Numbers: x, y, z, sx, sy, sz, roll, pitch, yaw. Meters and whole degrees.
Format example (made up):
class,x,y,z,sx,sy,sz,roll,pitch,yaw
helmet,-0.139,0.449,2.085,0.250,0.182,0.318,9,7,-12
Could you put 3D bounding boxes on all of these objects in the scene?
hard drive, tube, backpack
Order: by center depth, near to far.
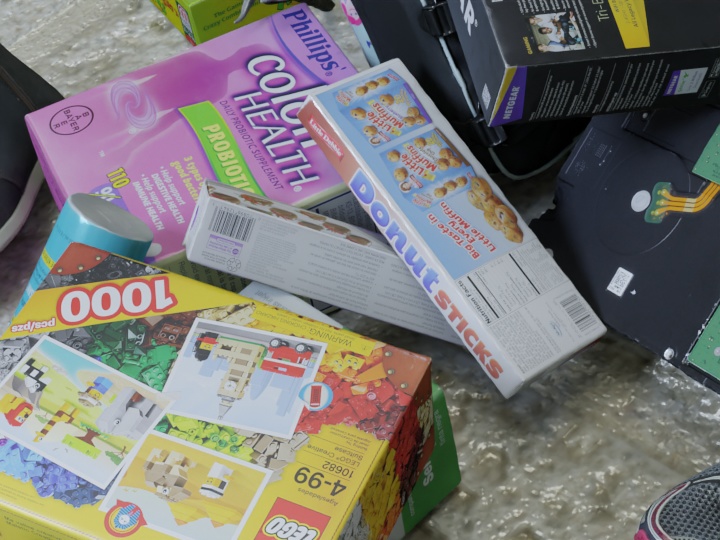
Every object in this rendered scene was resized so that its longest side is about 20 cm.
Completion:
class,x,y,z,sx,sy,sz,roll,pitch,yaw
tube,-0.177,0.056,0.897,0.050,0.201,0.077,13,20,-44
hard drive,0.183,-0.022,0.898,0.200,0.038,0.140,34,95,51
backpack,0.098,-0.164,1.029,0.200,0.178,0.150,-35,19,-23

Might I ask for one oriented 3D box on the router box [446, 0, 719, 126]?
class,x,y,z,sx,sy,sz,roll,pitch,yaw
router box,0.123,-0.180,0.907,0.156,0.052,0.201,-6,59,-13

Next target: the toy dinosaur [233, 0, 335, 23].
class,x,y,z,sx,sy,sz,roll,pitch,yaw
toy dinosaur,-0.046,-0.214,1.113,0.102,0.078,0.200,-16,6,-2

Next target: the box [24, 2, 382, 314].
class,x,y,z,sx,sy,sz,roll,pitch,yaw
box,-0.081,-0.051,1.013,0.199,0.097,0.176,-23,46,-11

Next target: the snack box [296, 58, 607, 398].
class,x,y,z,sx,sy,sz,roll,pitch,yaw
snack box,0.050,-0.027,0.906,0.072,0.024,0.200,-26,73,-35

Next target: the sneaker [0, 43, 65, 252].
class,x,y,z,sx,sy,sz,roll,pitch,yaw
sneaker,-0.263,-0.072,1.052,0.075,0.106,0.201,-27,28,33

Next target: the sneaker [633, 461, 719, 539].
class,x,y,z,sx,sy,sz,roll,pitch,yaw
sneaker,0.228,0.099,0.818,0.199,0.075,0.081,-22,46,-9

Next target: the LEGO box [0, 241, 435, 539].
class,x,y,z,sx,sy,sz,roll,pitch,yaw
LEGO box,-0.083,0.088,0.770,0.199,0.077,0.149,17,53,19

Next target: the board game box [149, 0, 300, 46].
class,x,y,z,sx,sy,sz,roll,pitch,yaw
board game box,-0.060,-0.245,1.232,0.199,0.048,0.102,-29,48,-16

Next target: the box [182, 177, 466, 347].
class,x,y,z,sx,sy,sz,roll,pitch,yaw
box,0.000,0.000,0.914,0.199,0.042,0.039,17,16,-14

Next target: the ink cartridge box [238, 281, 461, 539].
class,x,y,z,sx,sy,sz,roll,pitch,yaw
ink cartridge box,-0.068,0.116,0.856,0.146,0.083,0.200,30,58,33
